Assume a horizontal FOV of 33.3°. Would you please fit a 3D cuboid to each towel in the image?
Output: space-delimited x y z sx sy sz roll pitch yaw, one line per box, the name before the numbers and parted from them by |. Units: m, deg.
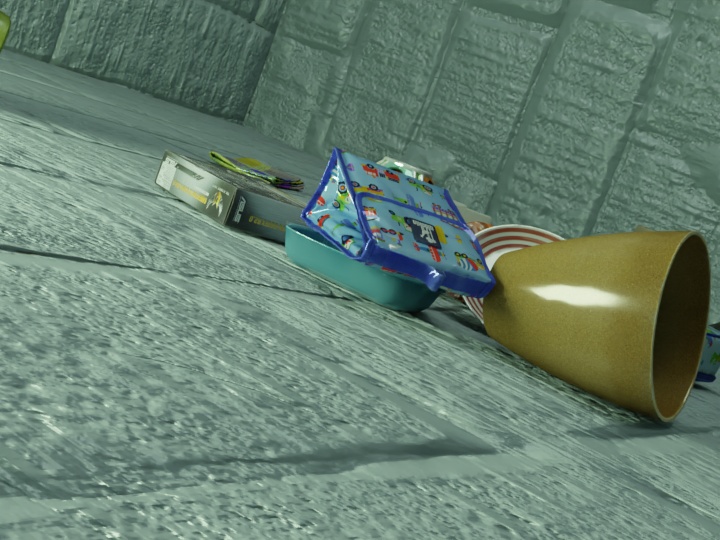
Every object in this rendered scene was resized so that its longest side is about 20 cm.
towel | -0.193 -0.187 2.259 0.143 0.023 0.200 24 7 13

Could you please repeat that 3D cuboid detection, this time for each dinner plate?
dinner plate | 0.204 0.026 1.410 0.198 0.024 0.201 11 47 -11

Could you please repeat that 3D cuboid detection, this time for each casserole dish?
casserole dish | 0.000 0.000 1.321 0.199 0.039 0.121 24 8 27

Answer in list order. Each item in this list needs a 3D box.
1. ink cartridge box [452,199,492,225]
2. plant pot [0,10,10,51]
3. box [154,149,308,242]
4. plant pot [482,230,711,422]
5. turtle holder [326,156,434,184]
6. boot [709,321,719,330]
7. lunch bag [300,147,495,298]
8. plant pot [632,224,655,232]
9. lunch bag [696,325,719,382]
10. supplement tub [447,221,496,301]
ink cartridge box | 0.063 -0.055 1.614 0.198 0.117 0.067 19 6 -19
plant pot | -0.598 -0.344 1.665 0.192 0.202 0.200 31 1 -29
box | -0.146 -0.087 1.510 0.157 0.049 0.199 16 9 -39
plant pot | 0.232 0.040 1.223 0.198 0.189 0.186 10 1 31
turtle holder | 0.040 -0.108 1.876 0.140 0.133 0.185 14 10 -41
boot | 0.731 0.065 2.313 0.072 0.202 0.182 20 7 -9
lunch bag | 0.042 -0.029 1.251 0.149 0.095 0.200 18 20 -26
plant pot | 0.548 0.016 2.272 0.198 0.175 0.200 21 8 -3
lunch bag | 0.388 0.083 1.652 0.199 0.083 0.160 27 8 41
supplement tub | 0.180 0.000 1.567 0.198 0.108 0.107 19 7 -19
